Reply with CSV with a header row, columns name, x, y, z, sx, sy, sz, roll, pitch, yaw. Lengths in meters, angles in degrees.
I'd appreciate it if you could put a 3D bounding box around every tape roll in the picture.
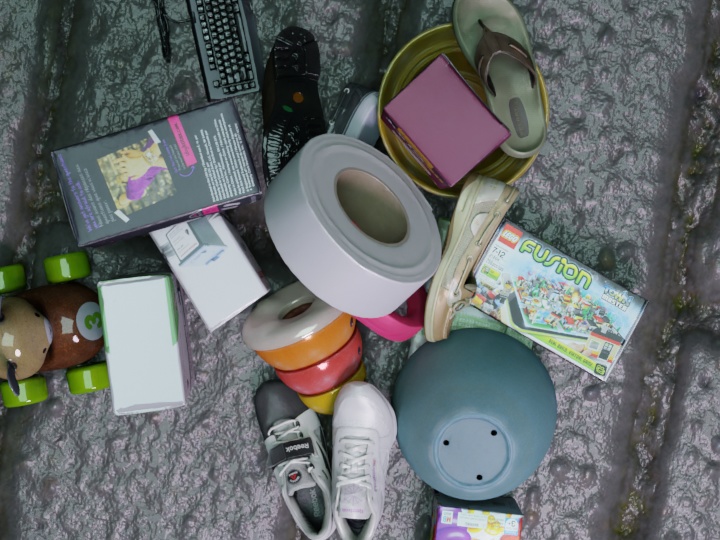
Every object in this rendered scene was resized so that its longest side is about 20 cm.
name,x,y,z,sx,sy,sz,roll,pitch,yaw
tape roll,-0.006,-0.051,1.545,0.202,0.203,0.071,46,125,-2

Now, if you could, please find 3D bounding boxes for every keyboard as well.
name,x,y,z,sx,sy,sz,roll,pitch,yaw
keyboard,-0.191,-0.303,1.677,0.126,0.021,0.202,-12,91,0

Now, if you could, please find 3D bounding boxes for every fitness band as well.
name,x,y,z,sx,sy,sz,roll,pitch,yaw
fitness band,0.000,0.000,1.616,0.199,0.144,0.037,36,121,-27

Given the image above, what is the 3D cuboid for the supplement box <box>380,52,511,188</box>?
name,x,y,z,sx,sy,sz,roll,pitch,yaw
supplement box,0.087,-0.156,1.509,0.086,0.200,0.111,-41,92,2

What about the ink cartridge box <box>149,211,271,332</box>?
name,x,y,z,sx,sy,sz,roll,pitch,yaw
ink cartridge box,-0.189,-0.039,1.624,0.085,0.146,0.201,-33,92,-1

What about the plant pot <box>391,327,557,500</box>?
name,x,y,z,sx,sy,sz,roll,pitch,yaw
plant pot,0.131,0.183,1.617,0.197,0.135,0.203,1,106,4

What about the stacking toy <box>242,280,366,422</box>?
name,x,y,z,sx,sy,sz,roll,pitch,yaw
stacking toy,-0.039,0.117,1.660,0.145,0.146,0.201,-26,111,1

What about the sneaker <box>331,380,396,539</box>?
name,x,y,z,sx,sy,sz,roll,pitch,yaw
sneaker,0.003,0.227,1.609,0.074,0.100,0.202,1,110,5

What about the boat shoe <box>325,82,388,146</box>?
name,x,y,z,sx,sy,sz,roll,pitch,yaw
boat shoe,-0.040,-0.131,1.664,0.066,0.070,0.201,34,103,25

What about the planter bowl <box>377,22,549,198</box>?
name,x,y,z,sx,sy,sz,roll,pitch,yaw
planter bowl,0.118,-0.185,1.650,0.198,0.083,0.203,0,93,1

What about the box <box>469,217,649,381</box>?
name,x,y,z,sx,sy,sz,roll,pitch,yaw
box,0.226,0.034,1.658,0.199,0.035,0.111,29,90,1

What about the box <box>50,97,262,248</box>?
name,x,y,z,sx,sy,sz,roll,pitch,yaw
box,-0.211,-0.100,1.487,0.198,0.122,0.107,-16,91,-3

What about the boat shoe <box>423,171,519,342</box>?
name,x,y,z,sx,sy,sz,roll,pitch,yaw
boat shoe,0.122,-0.008,1.598,0.062,0.073,0.203,19,101,9

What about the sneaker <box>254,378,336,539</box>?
name,x,y,z,sx,sy,sz,roll,pitch,yaw
sneaker,-0.072,0.225,1.665,0.073,0.089,0.202,-22,91,2

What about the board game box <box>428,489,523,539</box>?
name,x,y,z,sx,sy,sz,roll,pitch,yaw
board game box,0.127,0.373,1.661,0.102,0.105,0.203,6,91,0

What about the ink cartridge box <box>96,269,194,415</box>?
name,x,y,z,sx,sy,sz,roll,pitch,yaw
ink cartridge box,-0.242,0.076,1.604,0.083,0.200,0.148,-7,93,-3

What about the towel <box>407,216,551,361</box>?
name,x,y,z,sx,sy,sz,roll,pitch,yaw
towel,0.142,0.049,1.686,0.147,0.031,0.202,11,92,-1

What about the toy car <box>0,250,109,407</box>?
name,x,y,z,sx,sy,sz,roll,pitch,yaw
toy car,-0.375,0.073,1.601,0.156,0.200,0.166,-11,92,1

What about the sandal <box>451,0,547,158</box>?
name,x,y,z,sx,sy,sz,roll,pitch,yaw
sandal,0.164,-0.227,1.578,0.079,0.057,0.203,-21,92,1

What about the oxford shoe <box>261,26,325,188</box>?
name,x,y,z,sx,sy,sz,roll,pitch,yaw
oxford shoe,-0.083,-0.176,1.650,0.072,0.084,0.203,9,77,-17
